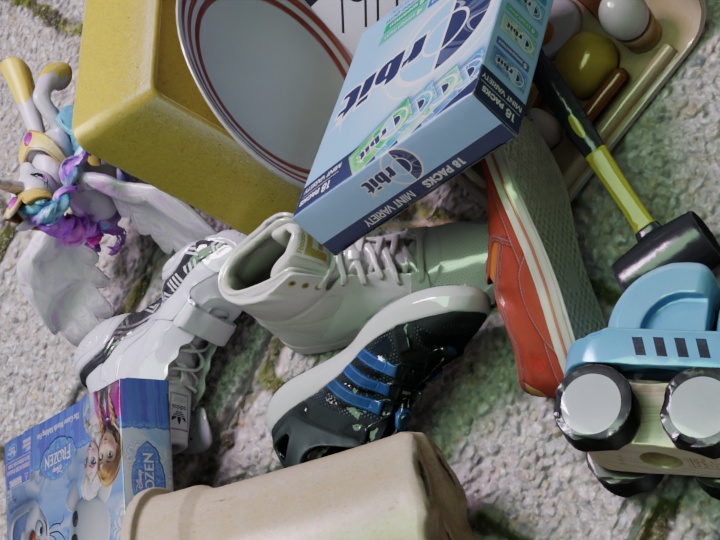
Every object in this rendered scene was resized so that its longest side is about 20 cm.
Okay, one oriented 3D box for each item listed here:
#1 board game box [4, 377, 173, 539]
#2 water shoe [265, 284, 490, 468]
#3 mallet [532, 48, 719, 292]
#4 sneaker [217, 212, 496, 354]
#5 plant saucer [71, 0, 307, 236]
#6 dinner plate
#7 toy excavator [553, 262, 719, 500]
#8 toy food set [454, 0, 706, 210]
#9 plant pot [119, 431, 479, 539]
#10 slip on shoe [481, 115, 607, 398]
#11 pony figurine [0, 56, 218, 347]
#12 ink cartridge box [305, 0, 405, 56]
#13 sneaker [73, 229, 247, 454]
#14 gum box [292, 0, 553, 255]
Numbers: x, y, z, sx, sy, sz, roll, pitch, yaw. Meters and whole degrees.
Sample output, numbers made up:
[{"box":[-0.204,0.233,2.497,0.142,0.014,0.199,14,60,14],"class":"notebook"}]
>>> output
[{"box":[-0.191,0.197,1.144,0.199,0.043,0.201,-29,62,51],"class":"board game box"},{"box":[0.020,0.082,1.088,0.200,0.071,0.080,-38,59,35],"class":"water shoe"},{"box":[0.146,-0.063,1.047,0.066,0.041,0.201,-43,70,14],"class":"mallet"},{"box":[0.000,0.000,1.109,0.198,0.115,0.074,-19,59,26],"class":"sneaker"},{"box":[-0.103,-0.134,1.160,0.048,0.199,0.202,-35,42,36],"class":"plant saucer"},{"box":[-0.054,-0.134,1.154,0.024,0.199,0.202,-34,54,36],"class":"dinner plate"},{"box":[0.219,0.025,0.958,0.193,0.100,0.202,0,65,26],"class":"toy excavator"},{"box":[0.124,-0.142,1.115,0.200,0.060,0.143,-51,51,6],"class":"toy food set"},{"box":[-0.019,0.194,1.007,0.182,0.201,0.202,-25,58,12],"class":"plant pot"},{"box":[0.104,-0.012,1.044,0.061,0.074,0.202,-20,83,34],"class":"slip on shoe"},{"box":[-0.211,-0.057,1.255,0.166,0.193,0.201,-29,37,18],"class":"pony figurine"},{"box":[0.047,-0.241,1.164,0.200,0.094,0.044,-39,9,30],"class":"ink cartridge box"},{"box":[-0.124,0.063,1.198,0.199,0.075,0.116,-37,54,23],"class":"sneaker"},{"box":[0.047,-0.124,1.069,0.169,0.044,0.201,-32,29,40],"class":"gum box"}]
